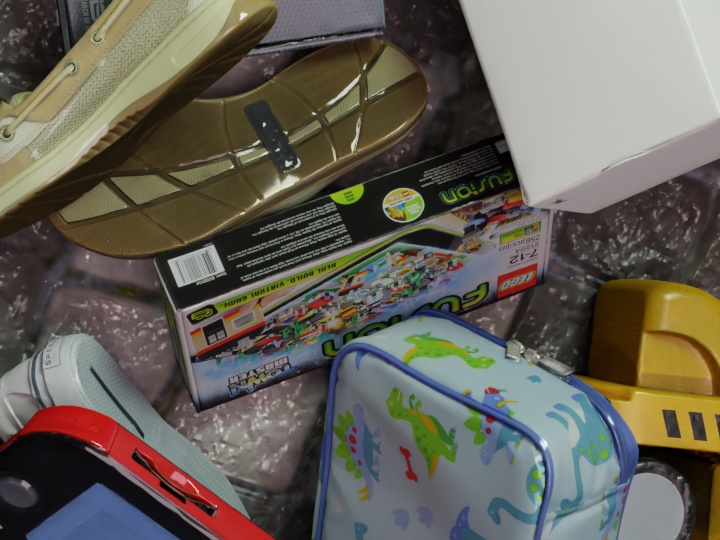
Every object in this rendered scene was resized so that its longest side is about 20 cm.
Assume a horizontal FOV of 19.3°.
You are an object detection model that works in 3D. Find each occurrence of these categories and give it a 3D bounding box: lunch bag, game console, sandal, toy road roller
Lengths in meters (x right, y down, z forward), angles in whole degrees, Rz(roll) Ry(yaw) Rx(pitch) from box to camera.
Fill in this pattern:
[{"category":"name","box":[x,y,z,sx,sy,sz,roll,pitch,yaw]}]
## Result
[{"category":"lunch bag","box":[0.049,0.129,1.073,0.082,0.161,0.201,-19,125,-43]},{"category":"game console","box":[-0.118,0.158,1.058,0.200,0.031,0.177,39,130,-16]},{"category":"sandal","box":[-0.060,-0.055,1.062,0.199,0.054,0.081,-22,73,-11]},{"category":"toy road roller","box":[0.187,0.082,1.134,0.199,0.123,0.147,6,91,-16]}]

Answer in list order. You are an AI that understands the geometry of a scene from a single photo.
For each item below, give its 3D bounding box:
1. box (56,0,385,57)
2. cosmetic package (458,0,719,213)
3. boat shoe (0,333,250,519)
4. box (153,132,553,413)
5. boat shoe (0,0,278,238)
[{"category":"box","box":[-0.076,-0.203,1.023,0.157,0.051,0.201,-9,107,-13]},{"category":"cosmetic package","box":[0.107,-0.139,1.009,0.107,0.085,0.201,-22,79,26]},{"category":"boat shoe","box":[-0.118,0.117,1.094,0.067,0.074,0.200,-23,114,22]},{"category":"box","box":[0.000,0.000,1.071,0.199,0.035,0.110,-20,151,-9]},{"category":"boat shoe","box":[-0.130,-0.082,0.987,0.200,0.073,0.063,-38,84,20]}]
